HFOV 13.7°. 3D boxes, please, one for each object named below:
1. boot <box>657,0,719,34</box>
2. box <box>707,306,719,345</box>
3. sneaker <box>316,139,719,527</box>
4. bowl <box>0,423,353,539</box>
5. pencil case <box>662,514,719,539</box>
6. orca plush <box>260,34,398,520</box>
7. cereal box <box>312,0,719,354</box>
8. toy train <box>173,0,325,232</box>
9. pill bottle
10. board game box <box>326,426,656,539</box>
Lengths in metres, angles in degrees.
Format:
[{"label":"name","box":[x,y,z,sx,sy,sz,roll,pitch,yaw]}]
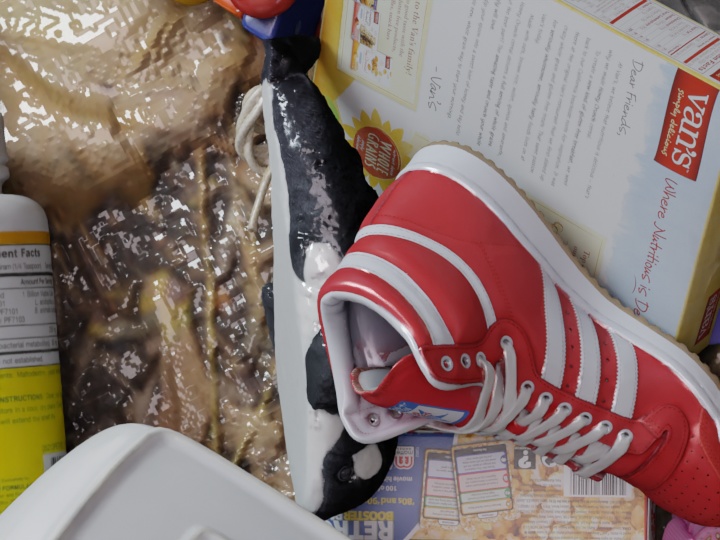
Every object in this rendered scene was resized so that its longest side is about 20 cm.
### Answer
[{"label":"boot","box":[0.104,-0.099,1.281,0.199,0.070,0.132,-11,96,15]},{"label":"box","box":[0.228,-0.037,1.244,0.199,0.048,0.118,-8,114,3]},{"label":"sneaker","box":[0.067,0.053,1.188,0.200,0.071,0.113,44,51,-3]},{"label":"bowl","box":[-0.065,0.148,1.180,0.200,0.200,0.075,33,124,6]},{"label":"pencil case","box":[0.228,0.094,1.248,0.199,0.083,0.087,-30,78,7]},{"label":"orca plush","box":[0.000,0.000,1.249,0.071,0.105,0.201,-7,83,-14]},{"label":"cereal box","box":[0.070,-0.062,1.231,0.200,0.039,0.144,31,132,24]},{"label":"toy train","box":[-0.068,-0.130,1.300,0.115,0.085,0.201,18,92,19]},{"label":"pill bottle","box":[-0.185,0.033,1.296,0.109,0.109,0.201,-5,88,8]},{"label":"board game box","box":[0.052,0.168,1.290,0.151,0.046,0.201,1,89,9]}]
